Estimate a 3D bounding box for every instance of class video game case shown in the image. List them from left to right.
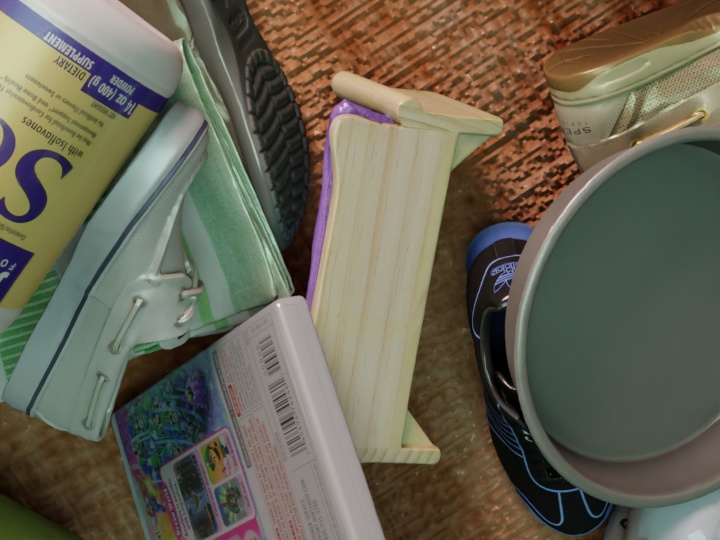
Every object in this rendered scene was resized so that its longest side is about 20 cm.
[{"bbox_3d":[-0.053,0.138,0.894,0.024,0.182,0.201,-8,74,-39],"label":"video game case"}]

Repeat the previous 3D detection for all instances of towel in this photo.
[{"bbox_3d":[-0.147,-0.017,0.915,0.199,0.023,0.153,-18,105,21],"label":"towel"}]

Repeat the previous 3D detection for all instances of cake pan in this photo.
[{"bbox_3d":[0.158,0.022,0.895,0.199,0.037,0.201,-8,108,-24],"label":"cake pan"}]

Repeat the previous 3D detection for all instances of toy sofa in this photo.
[{"bbox_3d":[0.000,0.000,0.927,0.097,0.083,0.201,3,104,-26],"label":"toy sofa"}]

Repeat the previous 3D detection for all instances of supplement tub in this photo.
[{"bbox_3d":[-0.192,-0.059,0.813,0.145,0.145,0.200,34,94,-12],"label":"supplement tub"}]

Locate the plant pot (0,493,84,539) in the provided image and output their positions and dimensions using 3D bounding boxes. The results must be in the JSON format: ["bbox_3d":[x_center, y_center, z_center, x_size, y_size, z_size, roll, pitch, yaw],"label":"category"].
[{"bbox_3d":[-0.247,0.169,0.914,0.189,0.200,0.201,23,100,-23],"label":"plant pot"}]

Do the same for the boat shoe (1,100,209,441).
[{"bbox_3d":[-0.111,0.008,0.868,0.070,0.071,0.200,30,117,-4],"label":"boat shoe"}]

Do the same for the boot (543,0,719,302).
[{"bbox_3d":[0.206,-0.070,0.950,0.199,0.073,0.156,-20,112,-14],"label":"boot"}]

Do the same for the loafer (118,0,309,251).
[{"bbox_3d":[-0.085,-0.101,0.919,0.069,0.075,0.201,-14,105,21],"label":"loafer"}]

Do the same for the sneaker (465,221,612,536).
[{"bbox_3d":[0.099,0.075,0.954,0.070,0.078,0.201,-16,116,8],"label":"sneaker"}]

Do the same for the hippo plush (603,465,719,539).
[{"bbox_3d":[0.226,0.161,0.984,0.161,0.200,0.159,40,77,13],"label":"hippo plush"}]
